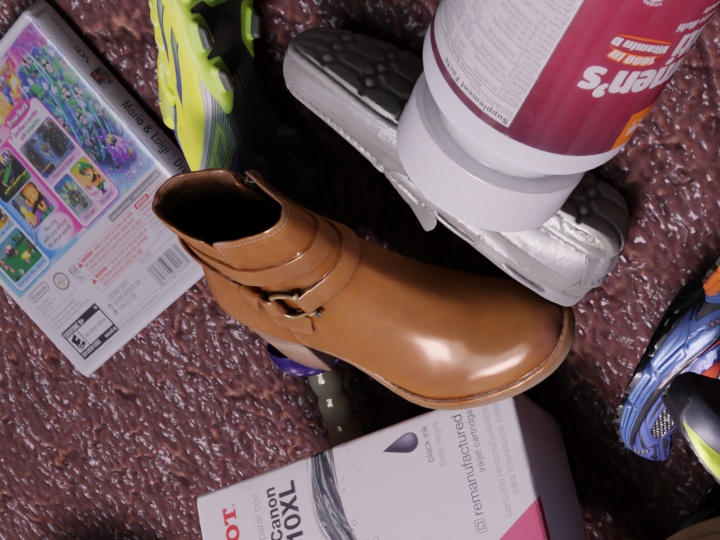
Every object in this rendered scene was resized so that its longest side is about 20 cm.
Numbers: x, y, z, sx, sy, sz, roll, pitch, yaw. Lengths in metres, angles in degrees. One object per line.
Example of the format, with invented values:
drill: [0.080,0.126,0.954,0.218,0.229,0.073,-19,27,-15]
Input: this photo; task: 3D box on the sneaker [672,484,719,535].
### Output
sneaker: [0.169,0.173,1.085,0.198,0.076,0.115,-7,115,36]

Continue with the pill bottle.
pill bottle: [0.093,-0.114,0.898,0.109,0.110,0.200,36,136,8]

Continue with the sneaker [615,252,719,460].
sneaker: [0.188,0.036,0.970,0.078,0.075,0.200,34,137,5]

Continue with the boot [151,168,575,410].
boot: [0.000,0.000,1.030,0.199,0.077,0.155,11,156,34]

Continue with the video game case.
video game case: [-0.180,-0.044,1.213,0.182,0.024,0.200,48,137,-4]

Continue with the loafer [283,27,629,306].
loafer: [0.042,-0.051,1.011,0.199,0.070,0.070,35,130,6]

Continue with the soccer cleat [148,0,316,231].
soccer cleat: [-0.088,-0.109,1.067,0.083,0.065,0.201,5,124,37]

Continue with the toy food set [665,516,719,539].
toy food set: [0.228,0.150,0.927,0.197,0.049,0.200,5,157,-14]

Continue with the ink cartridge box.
ink cartridge box: [0.021,0.168,1.083,0.199,0.146,0.084,-22,153,19]

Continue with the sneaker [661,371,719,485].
sneaker: [0.229,0.066,0.920,0.199,0.074,0.081,9,122,-26]

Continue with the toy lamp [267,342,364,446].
toy lamp: [0.002,0.123,1.181,0.058,0.058,0.201,-1,121,37]
